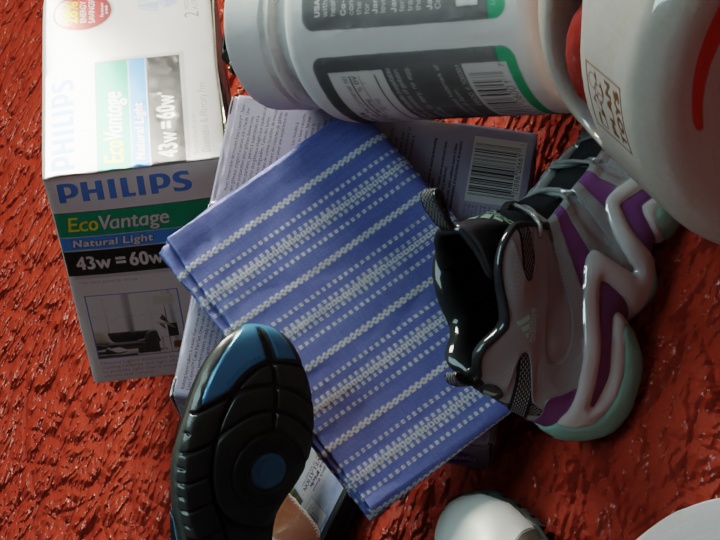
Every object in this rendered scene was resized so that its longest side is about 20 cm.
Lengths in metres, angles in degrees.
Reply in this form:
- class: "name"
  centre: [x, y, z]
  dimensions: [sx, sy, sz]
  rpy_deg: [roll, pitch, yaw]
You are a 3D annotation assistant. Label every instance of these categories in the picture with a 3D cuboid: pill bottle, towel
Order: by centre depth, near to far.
- class: "pill bottle"
  centre: [0.031, -0.137, 1.011]
  dimensions: [0.198, 0.113, 0.114]
  rpy_deg: [1, 69, 35]
- class: "towel"
  centre: [0.000, 0.019, 1.032]
  dimensions: [0.144, 0.200, 0.024]
  rpy_deg: [-36, -19, -12]

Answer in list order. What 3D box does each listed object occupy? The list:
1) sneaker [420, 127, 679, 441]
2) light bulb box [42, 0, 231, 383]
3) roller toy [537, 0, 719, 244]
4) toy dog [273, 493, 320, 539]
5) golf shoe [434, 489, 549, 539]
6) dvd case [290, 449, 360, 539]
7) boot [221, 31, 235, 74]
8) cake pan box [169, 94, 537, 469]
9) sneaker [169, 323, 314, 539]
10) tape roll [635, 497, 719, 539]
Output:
- class: "sneaker"
  centre: [0.089, -0.026, 0.966]
  dimensions: [0.078, 0.139, 0.202]
  rpy_deg: [-19, 54, 54]
- class: "light bulb box"
  centre: [-0.145, -0.064, 1.322]
  dimensions: [0.201, 0.123, 0.199]
  rpy_deg: [85, 177, -46]
- class: "roller toy"
  centre: [0.179, -0.106, 0.824]
  dimensions: [0.201, 0.181, 0.140]
  rpy_deg: [-58, 30, 16]
- class: "toy dog"
  centre: [-0.067, 0.178, 1.138]
  dimensions: [0.202, 0.096, 0.132]
  rpy_deg: [-66, 20, 10]
- class: "golf shoe"
  centre: [0.053, 0.179, 0.935]
  dimensions: [0.078, 0.094, 0.201]
  rpy_deg: [-51, 31, 29]
- class: "dvd case"
  centre: [-0.034, 0.096, 1.224]
  dimensions: [0.144, 0.017, 0.200]
  rpy_deg: [-63, 27, 7]
- class: "boot"
  centre: [-0.056, -0.104, 1.279]
  dimensions: [0.201, 0.137, 0.078]
  rpy_deg: [-60, 29, 15]
- class: "cake pan box"
  centre: [0.000, 0.000, 1.074]
  dimensions: [0.052, 0.182, 0.202]
  rpy_deg: [84, -166, -68]
- class: "sneaker"
  centre: [-0.076, 0.120, 1.003]
  dimensions: [0.082, 0.072, 0.202]
  rpy_deg: [-139, 55, -62]
- class: "tape roll"
  centre: [0.158, 0.197, 0.768]
  dimensions: [0.200, 0.066, 0.202]
  rpy_deg: [-41, 37, 40]
